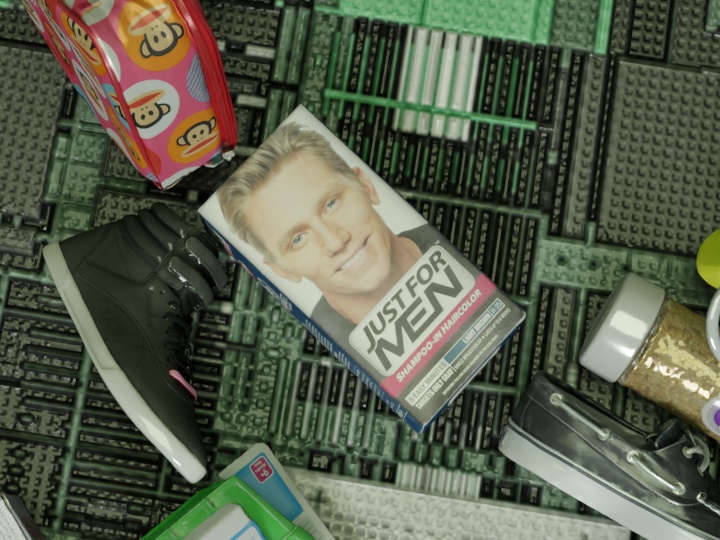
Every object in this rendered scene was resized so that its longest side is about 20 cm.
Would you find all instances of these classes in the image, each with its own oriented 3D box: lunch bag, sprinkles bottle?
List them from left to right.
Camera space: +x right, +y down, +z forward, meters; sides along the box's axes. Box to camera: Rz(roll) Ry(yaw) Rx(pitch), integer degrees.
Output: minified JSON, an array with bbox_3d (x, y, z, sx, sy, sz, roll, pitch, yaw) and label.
[{"bbox_3d":[-0.154,-0.148,0.892,0.082,0.177,0.200,-31,59,-13],"label":"lunch bag"},{"bbox_3d":[0.239,0.078,0.903,0.199,0.068,0.069,30,81,5],"label":"sprinkles bottle"}]

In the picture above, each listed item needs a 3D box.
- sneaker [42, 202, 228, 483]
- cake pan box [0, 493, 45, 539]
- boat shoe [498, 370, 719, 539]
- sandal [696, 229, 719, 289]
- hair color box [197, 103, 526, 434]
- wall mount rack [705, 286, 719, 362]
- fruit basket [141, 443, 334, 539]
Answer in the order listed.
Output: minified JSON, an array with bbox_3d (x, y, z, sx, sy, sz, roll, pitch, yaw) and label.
[{"bbox_3d":[-0.118,0.033,0.887,0.099,0.071,0.200,-31,56,-5],"label":"sneaker"},{"bbox_3d":[-0.240,0.270,0.879,0.184,0.052,0.201,-35,81,-4],"label":"cake pan box"},{"bbox_3d":[0.187,0.126,0.889,0.199,0.072,0.068,28,99,12],"label":"boat shoe"},{"bbox_3d":[0.311,-0.019,0.926,0.199,0.079,0.088,-29,111,-9],"label":"sandal"},{"bbox_3d":[0.000,0.000,0.922,0.200,0.061,0.100,43,82,8],"label":"hair color box"},{"bbox_3d":[0.309,0.056,0.857,0.198,0.074,0.175,-6,98,-19],"label":"wall mount rack"},{"bbox_3d":[-0.062,0.231,0.842,0.185,0.094,0.200,-36,85,-31],"label":"fruit basket"}]
